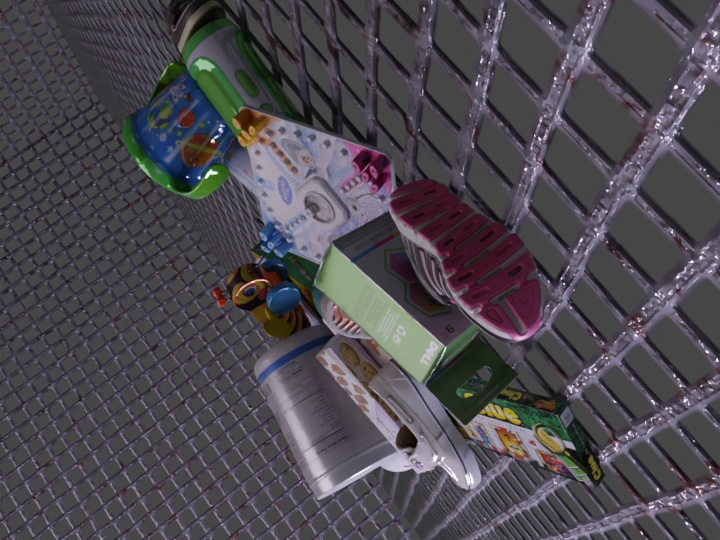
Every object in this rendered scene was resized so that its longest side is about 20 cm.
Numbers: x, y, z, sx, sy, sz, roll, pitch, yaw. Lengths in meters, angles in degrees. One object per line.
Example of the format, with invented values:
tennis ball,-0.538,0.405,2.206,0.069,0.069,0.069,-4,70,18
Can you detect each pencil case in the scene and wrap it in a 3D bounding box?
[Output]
pencil case,-0.104,-0.115,1.097,0.200,0.090,0.084,48,171,33

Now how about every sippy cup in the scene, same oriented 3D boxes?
sippy cup,-0.218,-0.191,1.071,0.178,0.130,0.140,48,-156,-2

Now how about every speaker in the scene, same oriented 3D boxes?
speaker,-0.126,-0.197,0.982,0.201,0.088,0.088,54,168,4

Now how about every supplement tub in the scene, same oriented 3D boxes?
supplement tub,-0.049,0.189,1.119,0.202,0.130,0.132,61,169,14

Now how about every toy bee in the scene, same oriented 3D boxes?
toy bee,-0.142,0.025,1.110,0.203,0.107,0.131,69,171,-26

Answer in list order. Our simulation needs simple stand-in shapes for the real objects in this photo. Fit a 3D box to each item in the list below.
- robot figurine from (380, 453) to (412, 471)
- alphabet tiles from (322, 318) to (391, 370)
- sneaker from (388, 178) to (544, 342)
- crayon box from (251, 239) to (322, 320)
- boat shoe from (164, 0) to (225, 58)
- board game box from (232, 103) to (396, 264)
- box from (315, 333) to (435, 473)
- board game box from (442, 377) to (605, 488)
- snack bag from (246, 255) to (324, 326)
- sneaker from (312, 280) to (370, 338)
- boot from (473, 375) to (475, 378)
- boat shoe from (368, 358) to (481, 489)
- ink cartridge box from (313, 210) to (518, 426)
robot figurine,0.031,0.203,1.231,0.200,0.150,0.125,46,-177,17
alphabet tiles,0.040,0.113,1.006,0.196,0.015,0.200,50,143,-2
sneaker,0.093,0.002,0.705,0.200,0.073,0.088,49,168,45
crayon box,-0.073,0.025,1.250,0.199,0.058,0.120,31,155,47
boat shoe,-0.218,-0.316,1.045,0.066,0.072,0.201,51,173,-10
board game box,-0.046,-0.068,0.908,0.197,0.026,0.202,23,141,27
box,0.027,0.163,1.020,0.201,0.041,0.039,50,141,-5
board game box,0.160,0.164,0.881,0.199,0.023,0.106,6,131,56
snack bag,-0.109,0.060,1.279,0.189,0.021,0.200,49,160,0
sneaker,0.037,0.044,0.887,0.197,0.072,0.080,21,-168,-28
boot,0.061,0.085,1.086,0.202,0.063,0.187,60,159,12
boat shoe,0.073,0.191,0.964,0.202,0.069,0.071,59,167,-25
ink cartridge box,0.063,0.038,0.779,0.200,0.103,0.060,42,132,18
